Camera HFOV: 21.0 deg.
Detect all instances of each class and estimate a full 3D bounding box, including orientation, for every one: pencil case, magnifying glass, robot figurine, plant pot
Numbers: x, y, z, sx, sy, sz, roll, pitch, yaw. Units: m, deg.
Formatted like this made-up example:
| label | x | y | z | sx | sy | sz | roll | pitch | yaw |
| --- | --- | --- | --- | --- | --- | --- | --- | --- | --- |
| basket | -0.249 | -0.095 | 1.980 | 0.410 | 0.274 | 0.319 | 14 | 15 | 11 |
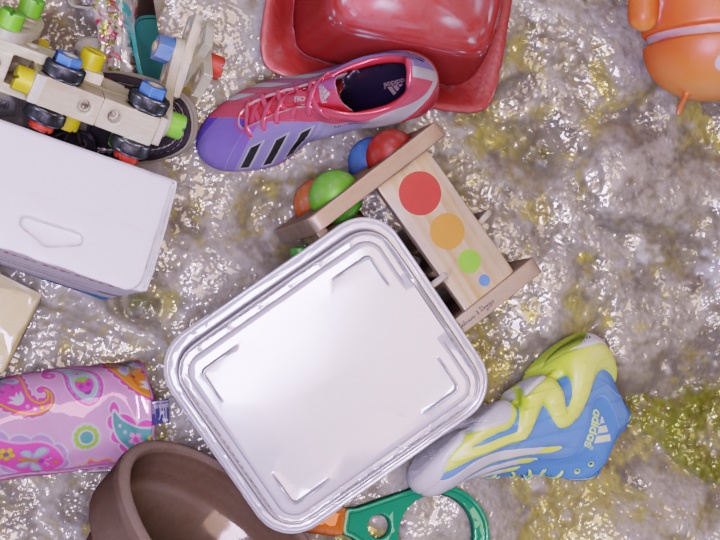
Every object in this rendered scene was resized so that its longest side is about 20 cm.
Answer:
| label | x | y | z | sx | sy | sz | roll | pitch | yaw |
| --- | --- | --- | --- | --- | --- | --- | --- | --- | --- |
| pencil case | -0.244 | 0.117 | 1.417 | 0.199 | 0.087 | 0.088 | -6 | 88 | -18 |
| magnifying glass | 0.005 | 0.199 | 1.516 | 0.199 | 0.022 | 0.080 | 10 | 84 | -17 |
| robot figurine | 0.284 | -0.224 | 1.568 | 0.116 | 0.144 | 0.201 | -4 | 87 | 19 |
| plant pot | -0.140 | 0.252 | 1.386 | 0.200 | 0.200 | 0.175 | 36 | 108 | -11 |

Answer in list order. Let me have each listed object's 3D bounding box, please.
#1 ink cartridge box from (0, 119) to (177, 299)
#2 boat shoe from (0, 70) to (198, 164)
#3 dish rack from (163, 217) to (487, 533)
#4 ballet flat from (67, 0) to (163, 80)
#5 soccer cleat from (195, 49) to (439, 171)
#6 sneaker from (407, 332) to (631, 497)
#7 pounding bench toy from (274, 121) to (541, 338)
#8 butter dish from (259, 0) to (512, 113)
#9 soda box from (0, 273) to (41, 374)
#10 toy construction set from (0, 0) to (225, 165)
| label | x | y | z | sx | sy | sz | roll | pitch | yaw |
| --- | --- | --- | --- | --- | --- | --- | --- | --- | --- |
| ink cartridge box | -0.222 | -0.040 | 1.372 | 0.146 | 0.200 | 0.086 | 19 | 82 | -14 |
| boat shoe | -0.220 | -0.114 | 1.413 | 0.199 | 0.065 | 0.072 | 12 | 104 | 9 |
| dish rack | -0.023 | 0.077 | 1.387 | 0.200 | 0.044 | 0.172 | -35 | 95 | -3 |
| ballet flat | -0.188 | -0.194 | 1.467 | 0.064 | 0.076 | 0.201 | -8 | 90 | 16 |
| soccer cleat | -0.037 | -0.124 | 1.460 | 0.199 | 0.076 | 0.067 | -13 | 80 | 14 |
| sneaker | 0.136 | 0.140 | 1.526 | 0.200 | 0.076 | 0.105 | -35 | 97 | -16 |
| pounding bench toy | 0.000 | 0.000 | 1.471 | 0.200 | 0.124 | 0.156 | -38 | 97 | -14 |
| butter dish | 0.041 | -0.236 | 1.485 | 0.199 | 0.148 | 0.200 | 10 | 85 | -15 |
| soda box | -0.336 | 0.004 | 1.409 | 0.200 | 0.064 | 0.068 | 27 | 80 | -12 |
| toy construction set | -0.190 | -0.136 | 1.342 | 0.199 | 0.131 | 0.092 | 5 | 110 | -16 |
